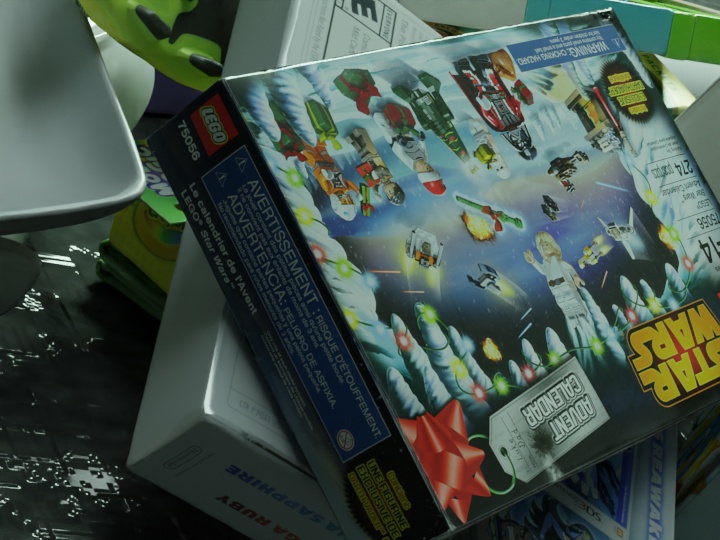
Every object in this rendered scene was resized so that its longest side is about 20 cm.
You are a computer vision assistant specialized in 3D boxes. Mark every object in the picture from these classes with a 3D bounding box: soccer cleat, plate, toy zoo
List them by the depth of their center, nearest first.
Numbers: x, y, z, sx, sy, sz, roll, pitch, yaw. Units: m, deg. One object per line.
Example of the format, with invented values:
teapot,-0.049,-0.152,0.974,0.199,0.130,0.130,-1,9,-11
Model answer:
plate,-0.187,-0.062,0.684,0.200,0.032,0.200,-10,45,-14
soccer cleat,-0.056,-0.091,0.742,0.084,0.065,0.200,11,-9,38
toy zoo,0.059,-0.113,0.866,0.200,0.020,0.131,7,11,-13

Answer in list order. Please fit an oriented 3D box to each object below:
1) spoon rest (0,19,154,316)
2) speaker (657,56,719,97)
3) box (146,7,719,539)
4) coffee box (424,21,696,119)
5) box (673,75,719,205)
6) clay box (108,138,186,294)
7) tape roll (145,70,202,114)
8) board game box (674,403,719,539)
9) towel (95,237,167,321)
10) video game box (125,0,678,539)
spoon rest,-0.129,-0.053,0.754,0.099,0.061,0.200,21,38,-13
speaker,0.165,-0.103,1.172,0.200,0.081,0.081,-2,35,-47
box,0.043,-0.004,0.623,0.200,0.040,0.137,-18,78,-50
coffee box,0.040,-0.085,0.920,0.200,0.044,0.123,-3,39,-27
box,0.161,-0.036,0.796,0.068,0.082,0.200,47,2,10
clay box,0.000,0.000,0.757,0.200,0.048,0.115,1,29,-44
tape roll,-0.133,-0.160,0.985,0.200,0.085,0.200,22,23,-10
board game box,0.185,0.073,0.764,0.105,0.103,0.200,41,25,4
towel,0.012,0.036,0.791,0.200,0.031,0.149,32,22,22
video game box,0.026,0.017,0.659,0.182,0.047,0.200,32,45,-24
